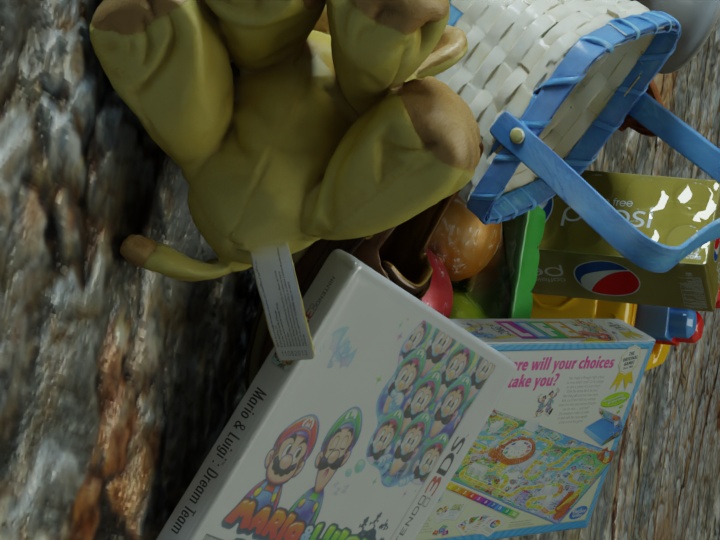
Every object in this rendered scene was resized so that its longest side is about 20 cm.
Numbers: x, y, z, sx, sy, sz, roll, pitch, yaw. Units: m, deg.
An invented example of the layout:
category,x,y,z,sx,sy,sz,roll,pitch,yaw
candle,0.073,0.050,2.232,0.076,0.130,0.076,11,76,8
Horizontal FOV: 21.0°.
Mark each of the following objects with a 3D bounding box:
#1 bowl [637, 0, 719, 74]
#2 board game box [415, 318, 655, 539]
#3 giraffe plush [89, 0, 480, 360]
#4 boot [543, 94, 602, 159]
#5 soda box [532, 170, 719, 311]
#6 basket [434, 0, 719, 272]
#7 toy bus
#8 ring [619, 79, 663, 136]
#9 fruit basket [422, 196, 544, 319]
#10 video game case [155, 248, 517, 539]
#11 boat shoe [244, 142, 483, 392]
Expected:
category,x,y,z,sx,sy,sz,roll,pitch,yaw
bowl,0.231,-0.269,1.610,0.201,0.090,0.202,-171,-90,-75
board game box,0.087,0.096,1.168,0.200,0.034,0.135,2,112,-47
giraffe plush,-0.021,-0.084,0.903,0.162,0.172,0.201,-66,163,-60
boot,0.103,-0.129,1.267,0.070,0.132,0.200,-47,-179,6
soda box,0.143,-0.025,1.304,0.064,0.199,0.068,66,35,-56
basket,0.128,-0.082,1.088,0.176,0.200,0.139,-17,142,-57
toy bus,0.177,0.022,1.436,0.200,0.191,0.136,28,67,-71
ring,0.146,-0.173,1.364,0.019,0.201,0.201,-37,150,-4
fruit basket,0.033,0.008,1.174,0.200,0.093,0.186,-2,102,-54
video game case,-0.009,0.098,1.007,0.182,0.024,0.200,-58,147,-1
boat shoe,0.000,0.000,1.020,0.072,0.067,0.201,-7,125,-63
